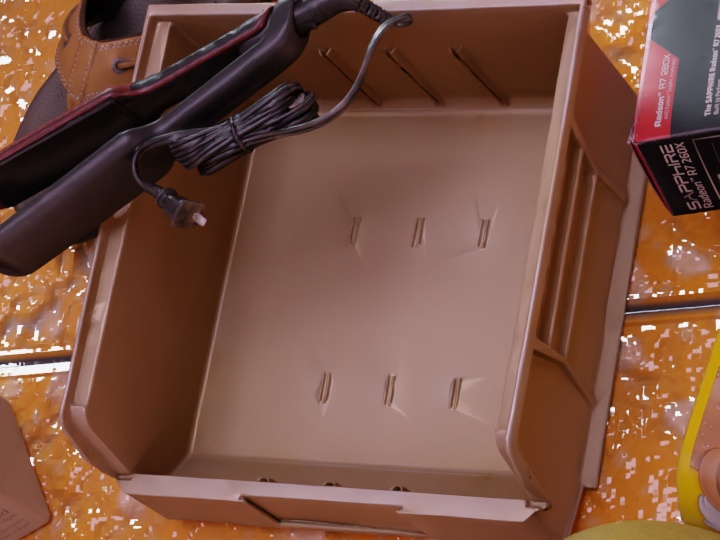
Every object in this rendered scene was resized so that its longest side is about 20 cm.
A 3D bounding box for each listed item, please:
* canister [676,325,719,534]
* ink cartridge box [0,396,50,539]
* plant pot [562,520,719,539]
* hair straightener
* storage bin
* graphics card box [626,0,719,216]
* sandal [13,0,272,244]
[{"bbox_3d":[0.227,0.053,0.999,0.199,0.087,0.149,12,74,32],"label":"canister"},{"bbox_3d":[-0.232,0.076,1.156,0.116,0.200,0.068,-31,58,13],"label":"ink cartridge box"},{"bbox_3d":[0.096,0.172,0.971,0.199,0.200,0.142,-13,38,22],"label":"plant pot"},{"bbox_3d":[-0.065,-0.048,1.115,0.200,0.041,0.077,-26,59,10],"label":"hair straightener"},{"bbox_3d":[0.000,0.000,1.133,0.199,0.094,0.199,1,70,27],"label":"storage bin"},{"bbox_3d":[0.209,-0.093,1.073,0.199,0.051,0.126,-9,47,25],"label":"graphics card box"},{"bbox_3d":[-0.095,-0.105,1.250,0.082,0.055,0.200,38,89,34],"label":"sandal"}]
